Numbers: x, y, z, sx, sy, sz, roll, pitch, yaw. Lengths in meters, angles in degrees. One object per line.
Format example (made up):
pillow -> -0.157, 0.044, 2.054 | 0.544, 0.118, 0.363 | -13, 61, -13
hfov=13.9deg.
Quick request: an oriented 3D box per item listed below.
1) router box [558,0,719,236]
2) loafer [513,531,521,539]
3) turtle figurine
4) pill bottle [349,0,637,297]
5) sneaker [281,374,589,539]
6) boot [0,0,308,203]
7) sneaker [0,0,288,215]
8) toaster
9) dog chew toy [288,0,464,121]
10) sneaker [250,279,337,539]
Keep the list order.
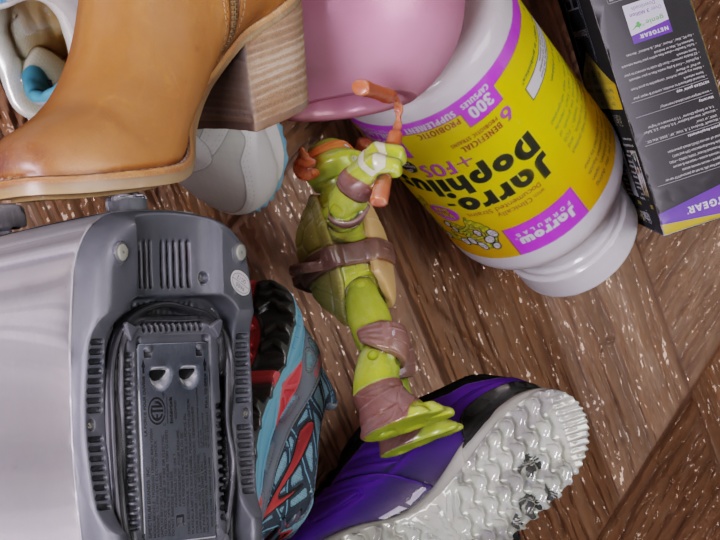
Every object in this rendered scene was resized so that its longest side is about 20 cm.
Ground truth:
router box -> 0.151, -0.104, 1.573 | 0.200, 0.052, 0.158 | -96, 169, -86
loafer -> 0.034, 0.179, 1.473 | 0.071, 0.068, 0.201 | 58, 39, -21
turtle figurine -> 0.000, 0.000, 1.377 | 0.200, 0.064, 0.162 | 106, -31, -73
pill bottle -> 0.069, -0.069, 1.512 | 0.200, 0.104, 0.105 | 47, 50, -44
sneaker -> 0.011, 0.117, 1.441 | 0.200, 0.099, 0.070 | -34, 120, -18
boot -> -0.099, -0.117, 1.198 | 0.200, 0.073, 0.155 | -34, 117, -53
sneaker -> -0.109, -0.085, 1.290 | 0.200, 0.076, 0.081 | 49, 56, -33
toaster -> -0.118, 0.071, 1.205 | 0.113, 0.129, 0.201 | -2, 89, -55
dog chew toy -> -0.020, -0.174, 1.385 | 0.124, 0.124, 0.201 | 2, 79, -56
sneaker -> -0.054, 0.106, 1.344 | 0.096, 0.079, 0.200 | 55, 46, -41
